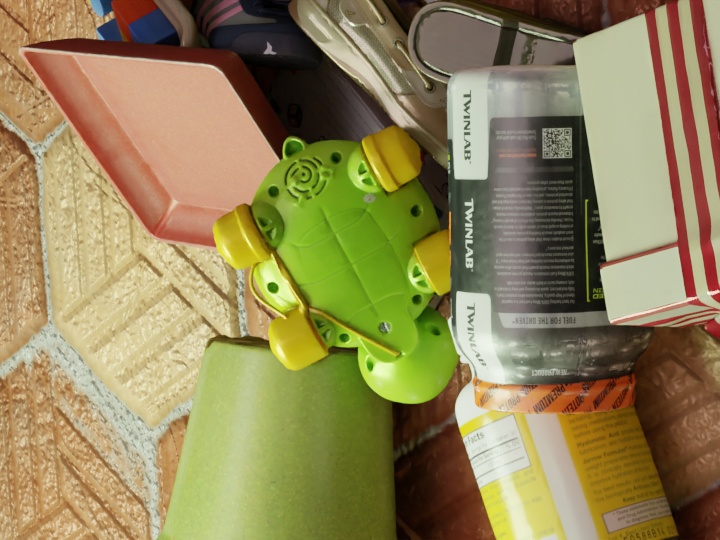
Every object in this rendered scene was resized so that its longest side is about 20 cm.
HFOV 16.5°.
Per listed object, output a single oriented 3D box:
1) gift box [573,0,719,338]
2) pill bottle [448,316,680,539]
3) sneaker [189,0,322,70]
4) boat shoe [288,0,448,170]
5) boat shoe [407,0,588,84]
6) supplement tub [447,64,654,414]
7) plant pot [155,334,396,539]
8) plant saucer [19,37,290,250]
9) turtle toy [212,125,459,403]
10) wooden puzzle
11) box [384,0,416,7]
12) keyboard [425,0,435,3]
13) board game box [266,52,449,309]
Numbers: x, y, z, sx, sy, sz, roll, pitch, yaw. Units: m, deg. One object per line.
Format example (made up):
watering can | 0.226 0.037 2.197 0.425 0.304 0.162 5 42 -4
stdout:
gift box | 0.232 -0.050 1.376 0.200 0.184 0.188 -21 74 50
pill bottle | 0.124 0.112 1.571 0.111 0.111 0.201 -28 77 47
sneaker | -0.074 -0.185 1.730 0.200 0.070 0.083 -155 75 -65
boat shoe | 0.043 -0.127 1.628 0.200 0.072 0.065 45 102 7
boat shoe | 0.130 -0.123 1.555 0.199 0.068 0.072 30 110 18
supplement tub | 0.113 -0.021 1.467 0.122 0.122 0.201 3 95 48
plant pot | -0.051 0.142 1.735 0.200 0.200 0.185 6 90 47
plant saucer | -0.114 -0.089 1.721 0.199 0.037 0.200 10 145 41
turtle toy | 0.000 0.000 1.631 0.145 0.101 0.201 -27 100 5
wooden puzzle | -0.157 -0.164 1.800 0.200 0.046 0.186 57 169 34
box | 0.015 -0.281 1.670 0.136 0.039 0.201 -17 85 48
keyboard | 0.011 -0.258 1.644 0.200 0.011 0.056 56 139 25
board game box | -0.002 -0.058 1.736 0.200 0.034 0.127 53 131 28
